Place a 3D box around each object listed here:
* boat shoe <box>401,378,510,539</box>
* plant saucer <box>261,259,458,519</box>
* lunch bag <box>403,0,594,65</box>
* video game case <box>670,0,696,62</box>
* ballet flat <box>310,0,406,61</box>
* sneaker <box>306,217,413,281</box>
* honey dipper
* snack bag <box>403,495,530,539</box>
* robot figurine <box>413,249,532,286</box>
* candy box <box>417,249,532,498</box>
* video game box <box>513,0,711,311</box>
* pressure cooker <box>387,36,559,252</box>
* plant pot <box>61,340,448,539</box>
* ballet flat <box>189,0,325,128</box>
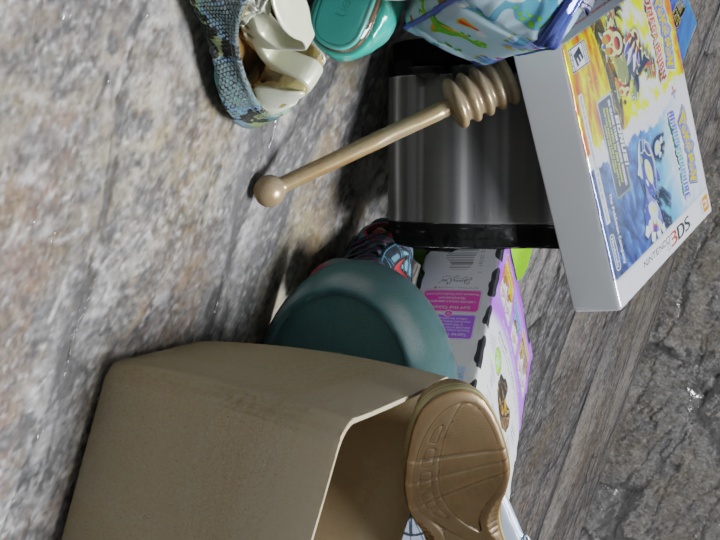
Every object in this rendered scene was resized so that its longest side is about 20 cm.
[{"bbox_3d":[0.062,0.142,1.050,0.065,0.071,0.201,-103,-176,-51],"label":"boat shoe"},{"bbox_3d":[-0.013,0.093,1.143,0.027,0.199,0.202,4,108,-47],"label":"plant saucer"},{"bbox_3d":[0.105,-0.221,1.013,0.162,0.082,0.200,-68,-167,-5],"label":"lunch bag"},{"bbox_3d":[0.186,-0.244,1.330,0.046,0.180,0.200,-69,162,0],"label":"video game case"},{"bbox_3d":[0.022,-0.238,1.066,0.202,0.067,0.070,-66,169,9],"label":"ballet flat"},{"bbox_3d":[0.000,0.000,1.272,0.200,0.079,0.097,45,57,-78],"label":"sneaker"},{"bbox_3d":[0.016,-0.095,1.093,0.198,0.038,0.038,-24,151,-5],"label":"honey dipper"},{"bbox_3d":[0.024,0.186,1.231,0.021,0.198,0.190,-70,138,-65],"label":"snack bag"},{"bbox_3d":[0.108,-0.065,1.409,0.175,0.115,0.202,-42,148,-63],"label":"robot figurine"},{"bbox_3d":[0.089,0.093,1.319,0.169,0.071,0.201,73,24,-43],"label":"candy box"},{"bbox_3d":[0.191,-0.098,1.151,0.182,0.046,0.202,-41,121,-49],"label":"video game box"},{"bbox_3d":[0.104,-0.117,1.223,0.177,0.175,0.202,-2,93,-32],"label":"pressure cooker"},{"bbox_3d":[-0.077,0.145,1.020,0.200,0.176,0.202,-12,121,-69],"label":"plant pot"},{"bbox_3d":[-0.057,-0.137,0.945,0.075,0.074,0.200,-63,161,-16],"label":"ballet flat"}]
